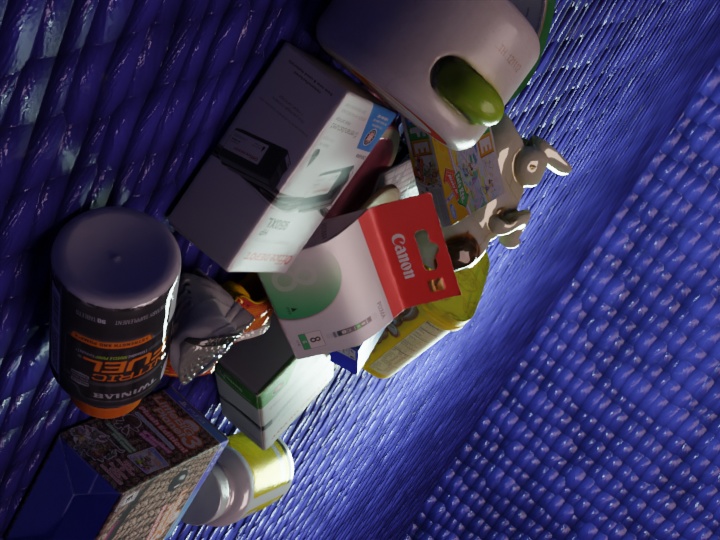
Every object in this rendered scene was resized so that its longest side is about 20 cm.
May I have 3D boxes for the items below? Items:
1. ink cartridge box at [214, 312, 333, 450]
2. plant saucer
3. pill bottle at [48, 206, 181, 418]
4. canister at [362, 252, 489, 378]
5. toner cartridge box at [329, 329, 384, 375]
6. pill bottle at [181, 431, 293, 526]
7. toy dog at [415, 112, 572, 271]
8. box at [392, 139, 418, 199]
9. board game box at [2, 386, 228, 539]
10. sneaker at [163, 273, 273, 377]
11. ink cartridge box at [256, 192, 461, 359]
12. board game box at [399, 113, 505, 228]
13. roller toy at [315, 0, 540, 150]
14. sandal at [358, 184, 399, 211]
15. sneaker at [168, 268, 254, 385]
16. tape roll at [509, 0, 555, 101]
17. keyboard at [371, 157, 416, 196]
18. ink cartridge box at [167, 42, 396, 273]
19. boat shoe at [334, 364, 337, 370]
[{"bbox_3d":[-0.106,0.123,1.576,0.147,0.083,0.200,-46,163,-23],"label":"ink cartridge box"},{"bbox_3d":[-0.022,-0.107,1.366,0.201,0.051,0.201,-46,163,-18],"label":"plant saucer"},{"bbox_3d":[-0.213,0.046,1.068,0.106,0.106,0.201,-40,160,-35],"label":"pill bottle"},{"bbox_3d":[0.079,0.050,1.720,0.200,0.086,0.149,-42,-161,47],"label":"canister"},{"bbox_3d":[0.028,0.027,1.581,0.201,0.043,0.095,-58,170,-20],"label":"toner cartridge box"},{"bbox_3d":[-0.177,0.282,1.679,0.112,0.111,0.200,-55,164,14],"label":"pill bottle"},{"bbox_3d":[0.138,-0.088,1.509,0.201,0.139,0.194,-59,150,-2],"label":"toy dog"},{"bbox_3d":[-0.001,-0.054,1.545,0.200,0.046,0.159,-49,164,-13],"label":"box"},{"bbox_3d":[-0.265,0.239,1.365,0.160,0.097,0.200,-58,163,23],"label":"board game box"},{"bbox_3d":[-0.160,0.052,1.333,0.200,0.072,0.078,-41,147,-55],"label":"sneaker"},{"bbox_3d":[-0.001,0.010,1.351,0.050,0.198,0.162,-93,166,-47],"label":"ink cartridge box"},{"bbox_3d":[0.096,-0.162,1.370,0.134,0.034,0.202,-31,111,-52],"label":"board game box"},{"bbox_3d":[0.063,-0.215,1.130,0.140,0.199,0.182,-53,177,3],"label":"roller toy"},{"bbox_3d":[0.003,-0.001,1.429,0.077,0.070,0.212,-16,150,-52],"label":"sandal"},{"bbox_3d":[-0.161,0.049,1.195,0.074,0.087,0.200,-40,-175,4],"label":"sneaker"},{"bbox_3d":[0.151,-0.282,1.335,0.200,0.048,0.202,-38,137,-47],"label":"tape roll"},{"bbox_3d":[0.061,-0.115,1.481,0.200,0.011,0.057,-34,154,-56],"label":"keyboard"},{"bbox_3d":[-0.072,-0.099,1.181,0.201,0.084,0.144,-54,164,11],"label":"ink cartridge box"},{"bbox_3d":[-0.045,0.091,1.701,0.060,0.072,0.202,-48,168,-28],"label":"boat shoe"}]
